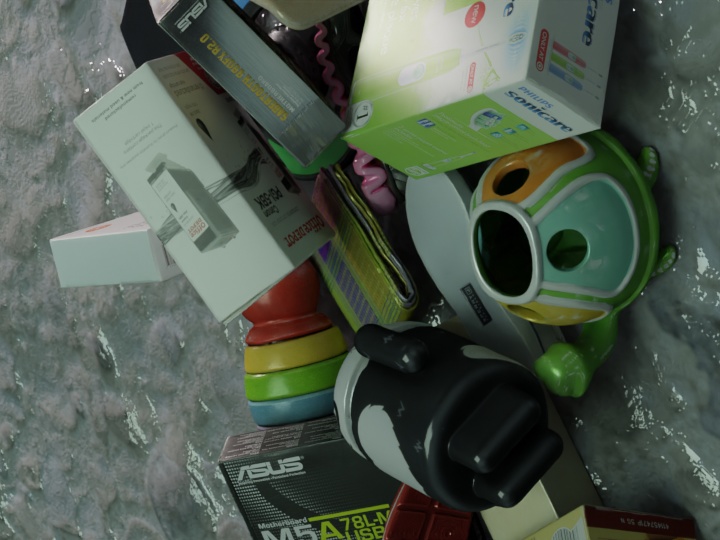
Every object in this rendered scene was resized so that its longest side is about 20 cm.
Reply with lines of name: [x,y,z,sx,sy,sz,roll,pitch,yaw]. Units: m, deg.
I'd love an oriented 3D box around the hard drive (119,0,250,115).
hard drive: [-0.163,-0.195,1.568,0.200,0.042,0.135,60,149,25]

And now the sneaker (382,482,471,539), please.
sneaker: [0.028,0.247,1.453,0.115,0.078,0.201,12,86,68]

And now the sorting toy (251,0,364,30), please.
sorting toy: [-0.038,-0.250,1.279,0.200,0.185,0.037,38,147,40]

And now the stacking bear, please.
stacking bear: [-0.062,0.080,1.571,0.113,0.121,0.201,-9,95,41]

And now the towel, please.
towel: [0.000,0.000,1.474,0.144,0.023,0.200,58,165,14]

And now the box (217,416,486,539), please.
box: [0.000,0.217,1.508,0.199,0.048,0.194,-11,119,18]

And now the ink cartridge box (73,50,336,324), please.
ink cartridge box: [-0.121,-0.073,1.386,0.083,0.147,0.200,-35,93,17]

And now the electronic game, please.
electronic game: [-0.061,-0.177,1.508,0.199,0.042,0.201,20,120,39]

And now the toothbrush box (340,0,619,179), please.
toothbrush box: [0.090,-0.166,1.275,0.200,0.086,0.146,-11,60,48]

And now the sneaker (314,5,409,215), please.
sneaker: [0.025,-0.149,1.400,0.095,0.079,0.201,-15,110,15]

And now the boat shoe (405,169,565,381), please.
boat shoe: [0.107,-0.004,1.385,0.071,0.070,0.201,-35,81,45]

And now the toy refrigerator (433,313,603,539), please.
toy refrigerator: [0.120,0.130,1.432,0.076,0.070,0.201,-30,85,41]

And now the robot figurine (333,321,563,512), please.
robot figurine: [0.063,0.114,1.325,0.200,0.124,0.151,23,114,52]

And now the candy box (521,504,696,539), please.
candy box: [0.168,0.254,1.390,0.200,0.115,0.056,-40,46,47]

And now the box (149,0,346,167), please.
box: [-0.095,-0.172,1.356,0.158,0.048,0.200,44,-175,-19]

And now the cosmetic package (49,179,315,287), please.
cosmetic package: [-0.156,-0.035,1.547,0.150,0.200,0.052,-7,100,46]

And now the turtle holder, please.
turtle holder: [0.145,-0.014,1.297,0.141,0.131,0.186,34,128,31]
